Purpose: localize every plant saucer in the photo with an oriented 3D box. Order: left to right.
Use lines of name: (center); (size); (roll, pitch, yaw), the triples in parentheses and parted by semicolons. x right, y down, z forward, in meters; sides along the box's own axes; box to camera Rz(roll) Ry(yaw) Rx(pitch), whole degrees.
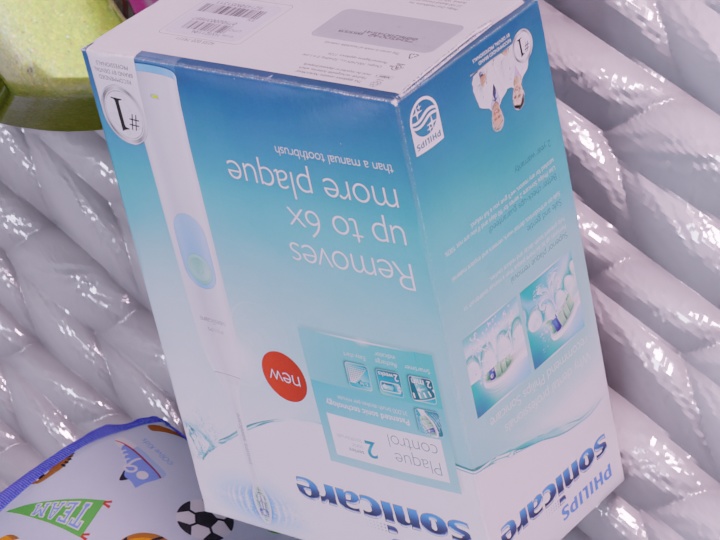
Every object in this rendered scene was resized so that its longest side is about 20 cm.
plant saucer: (-0.160, -0.133, 1.101); (0.200, 0.048, 0.200); (55, 172, -4)

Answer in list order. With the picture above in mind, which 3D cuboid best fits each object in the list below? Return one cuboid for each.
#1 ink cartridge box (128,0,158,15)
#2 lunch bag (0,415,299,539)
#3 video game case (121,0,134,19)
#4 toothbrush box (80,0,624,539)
ink cartridge box: (-0.080, -0.179, 1.072); (0.095, 0.037, 0.200); (-33, 78, 51)
lunch bag: (-0.096, 0.168, 1.157); (0.170, 0.200, 0.124); (32, 158, 36)
video game case: (-0.045, -0.164, 1.078); (0.143, 0.018, 0.200); (24, 123, 43)
toothbrush box: (0.000, 0.000, 1.005); (0.146, 0.085, 0.200); (13, 128, 38)
